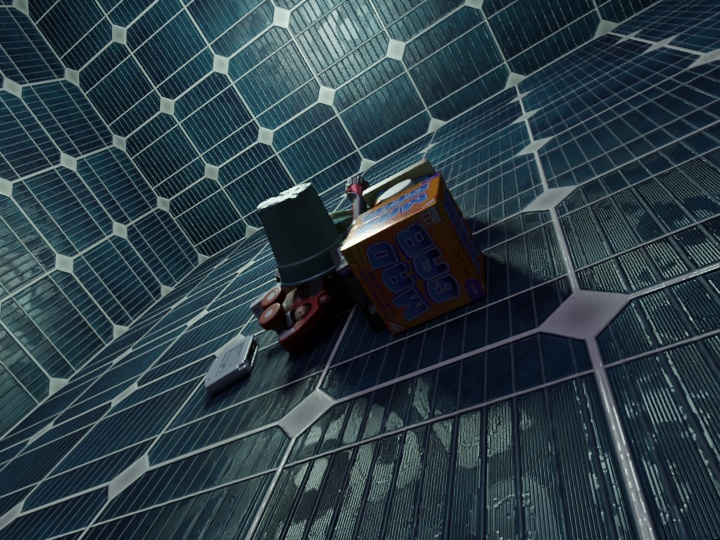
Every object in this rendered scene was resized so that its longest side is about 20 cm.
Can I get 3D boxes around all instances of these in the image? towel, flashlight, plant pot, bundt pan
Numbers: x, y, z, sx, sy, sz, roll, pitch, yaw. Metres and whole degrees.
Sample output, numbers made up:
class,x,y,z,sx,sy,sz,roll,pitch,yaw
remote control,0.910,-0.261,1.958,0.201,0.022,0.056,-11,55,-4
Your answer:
class,x,y,z,sx,sy,sz,roll,pitch,yaw
towel,-0.065,-0.152,1.497,0.199,0.024,0.152,-15,1,-40
flashlight,-0.011,-0.158,1.398,0.067,0.068,0.202,-3,60,8
plant pot,-0.145,-0.094,1.267,0.199,0.197,0.200,-21,18,7
bundt pan,-0.118,0.055,1.420,0.201,0.076,0.202,-30,15,9

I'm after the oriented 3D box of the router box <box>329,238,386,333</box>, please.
class,x,y,z,sx,sy,sz,roll,pitch,yaw
router box,0.000,0.027,1.129,0.052,0.158,0.200,-31,15,1

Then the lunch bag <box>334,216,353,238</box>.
class,x,y,z,sx,sy,sz,roll,pitch,yaw
lunch bag,-0.044,-0.085,1.556,0.160,0.083,0.200,-29,-12,8

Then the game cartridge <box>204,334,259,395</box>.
class,x,y,z,sx,sy,sz,roll,pitch,yaw
game cartridge,-0.333,0.243,1.348,0.132,0.041,0.200,-28,16,5

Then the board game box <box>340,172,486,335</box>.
class,x,y,z,sx,sy,sz,roll,pitch,yaw
board game box,0.111,-0.036,1.024,0.199,0.201,0.200,-26,18,20

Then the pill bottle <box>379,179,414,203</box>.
class,x,y,z,sx,sy,sz,roll,pitch,yaw
pill bottle,0.127,-0.098,1.175,0.111,0.201,0.111,-29,17,10

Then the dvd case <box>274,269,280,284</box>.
class,x,y,z,sx,sy,sz,roll,pitch,yaw
dvd case,-0.175,-0.018,1.549,0.025,0.151,0.201,17,61,24

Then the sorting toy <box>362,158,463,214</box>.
class,x,y,z,sx,sy,sz,roll,pitch,yaw
sorting toy,0.136,-0.155,1.358,0.198,0.200,0.070,-24,35,26

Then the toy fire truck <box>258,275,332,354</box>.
class,x,y,z,sx,sy,sz,roll,pitch,yaw
toy fire truck,-0.141,0.090,1.238,0.167,0.112,0.200,-36,25,10

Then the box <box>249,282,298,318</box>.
class,x,y,z,sx,sy,sz,roll,pitch,yaw
box,-0.206,0.053,1.386,0.199,0.042,0.039,-35,16,9
